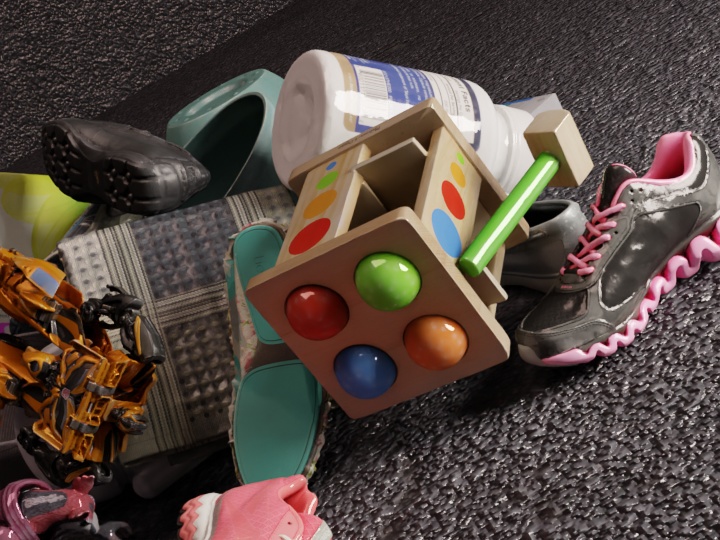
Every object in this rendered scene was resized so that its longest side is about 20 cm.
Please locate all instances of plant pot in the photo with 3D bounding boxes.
[{"bbox_3d":[-0.103,-0.044,1.176,0.200,0.134,0.200,-39,29,27],"label":"plant pot"},{"bbox_3d":[-0.121,-0.123,1.411,0.200,0.161,0.201,-27,19,10],"label":"plant pot"}]

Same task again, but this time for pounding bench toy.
[{"bbox_3d":[0.050,-0.016,0.821,0.200,0.124,0.156,-25,29,28],"label":"pounding bench toy"}]

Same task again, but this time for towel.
[{"bbox_3d":[-0.114,0.040,0.955,0.192,0.200,0.035,-15,-28,-12],"label":"towel"}]

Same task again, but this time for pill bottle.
[{"bbox_3d":[0.039,-0.105,1.020,0.200,0.111,0.111,7,3,-26],"label":"pill bottle"}]

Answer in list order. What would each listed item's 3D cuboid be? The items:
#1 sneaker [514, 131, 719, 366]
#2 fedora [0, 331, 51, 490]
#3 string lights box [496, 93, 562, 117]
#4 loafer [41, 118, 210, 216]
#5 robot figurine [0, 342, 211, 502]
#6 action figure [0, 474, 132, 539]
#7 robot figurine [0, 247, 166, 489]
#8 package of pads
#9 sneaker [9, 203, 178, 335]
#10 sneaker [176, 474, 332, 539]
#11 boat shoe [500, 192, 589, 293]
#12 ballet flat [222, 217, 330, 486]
[{"bbox_3d":[0.167,-0.019,0.830,0.200,0.095,0.079,-39,22,-20],"label":"sneaker"},{"bbox_3d":[-0.305,0.139,1.064,0.200,0.177,0.090,-14,57,-19],"label":"fedora"},{"bbox_3d":[0.095,-0.107,1.211,0.103,0.059,0.200,-41,22,-31],"label":"string lights box"},{"bbox_3d":[-0.201,-0.088,1.064,0.070,0.068,0.200,-15,24,-38],"label":"loafer"},{"bbox_3d":[-0.185,0.102,0.999,0.200,0.113,0.170,-36,54,-18],"label":"robot figurine"},{"bbox_3d":[-0.253,0.182,0.866,0.200,0.149,0.134,-37,9,21],"label":"action figure"},{"bbox_3d":[-0.222,0.065,0.903,0.200,0.058,0.145,28,97,38],"label":"robot figurine"},{"bbox_3d":[-0.300,0.010,1.160,0.154,0.200,0.068,1,-20,-40],"label":"package of pads"},{"bbox_3d":[-0.234,-0.009,1.129,0.200,0.078,0.086,-51,17,-17],"label":"sneaker"},{"bbox_3d":[-0.058,0.168,0.712,0.087,0.074,0.200,-27,19,4],"label":"sneaker"},{"bbox_3d":[0.112,-0.031,0.971,0.070,0.072,0.201,-37,20,-21],"label":"boat shoe"},{"bbox_3d":[-0.055,0.063,0.884,0.075,0.200,0.064,-4,-14,8],"label":"ballet flat"}]
